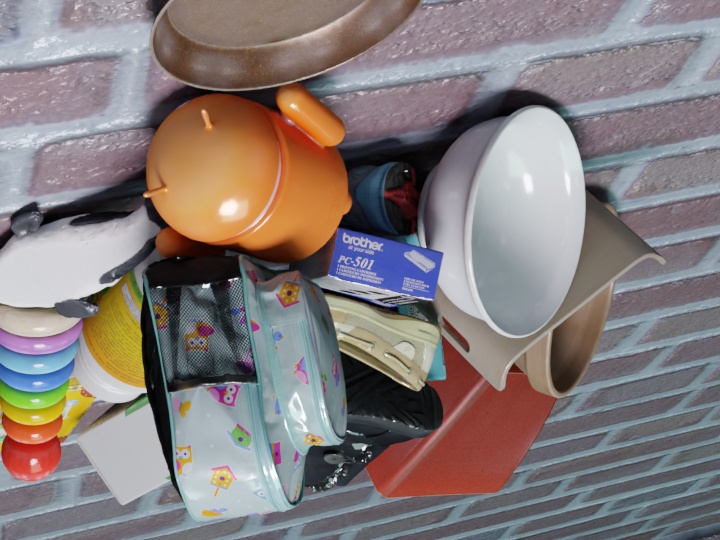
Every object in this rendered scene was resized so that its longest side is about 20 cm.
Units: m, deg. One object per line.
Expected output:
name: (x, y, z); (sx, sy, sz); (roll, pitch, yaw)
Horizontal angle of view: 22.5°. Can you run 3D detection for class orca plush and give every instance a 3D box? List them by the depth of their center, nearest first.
orca plush: (-0.225, -0.033, 1.486); (0.105, 0.071, 0.200); (43, 123, -15)

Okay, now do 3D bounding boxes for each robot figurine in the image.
robot figurine: (-0.086, -0.072, 1.392); (0.143, 0.117, 0.200); (-10, 166, 29)

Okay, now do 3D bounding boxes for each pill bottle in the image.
pill bottle: (-0.184, 0.041, 1.601); (0.111, 0.112, 0.200); (-3, 155, -34)

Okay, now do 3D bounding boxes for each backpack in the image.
backpack: (-0.088, 0.094, 1.407); (0.152, 0.201, 0.176); (-1, 173, 5)

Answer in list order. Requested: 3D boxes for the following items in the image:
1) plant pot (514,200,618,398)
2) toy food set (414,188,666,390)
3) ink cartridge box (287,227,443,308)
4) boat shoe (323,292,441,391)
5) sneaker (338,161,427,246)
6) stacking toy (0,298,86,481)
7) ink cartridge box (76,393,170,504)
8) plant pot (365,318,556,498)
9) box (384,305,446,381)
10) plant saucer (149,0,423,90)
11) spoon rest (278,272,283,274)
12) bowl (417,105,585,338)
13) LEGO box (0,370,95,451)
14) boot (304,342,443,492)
plant pot: (0.186, 0.020, 1.819); (0.092, 0.202, 0.201); (15, 170, 21)
toy food set: (0.162, 0.006, 1.672); (0.200, 0.144, 0.060); (-38, 144, -9)
ink cartridge box: (0.000, 0.000, 1.554); (0.094, 0.044, 0.200); (13, 175, -12)
boat shoe: (-0.015, 0.059, 1.611); (0.200, 0.063, 0.073); (17, 174, -38)
sneaker: (0.012, -0.055, 1.606); (0.095, 0.080, 0.200); (2, 167, 15)
stacking toy: (-0.285, 0.101, 1.589); (0.085, 0.085, 0.201); (-9, 126, -22)
ink cartridge box: (-0.160, 0.126, 1.757); (0.146, 0.083, 0.200); (-30, -172, 30)
plant pot: (0.097, 0.106, 1.919); (0.199, 0.201, 0.176); (5, 137, -47)
box: (0.006, 0.076, 1.803); (0.049, 0.083, 0.200); (-3, 175, -33)
plant saucer: (-0.051, -0.188, 1.236); (0.199, 0.035, 0.200); (-16, 159, -6)
spoon rest: (-0.097, 0.043, 1.671); (0.200, 0.060, 0.100); (-43, 153, -69)
bowl: (0.111, -0.046, 1.571); (0.090, 0.202, 0.201); (8, 176, 34)
LEGO box: (-0.358, 0.113, 1.692); (0.199, 0.078, 0.149); (-5, 156, -30)
boot: (-0.045, 0.140, 1.702); (0.199, 0.077, 0.168); (22, 140, -33)
